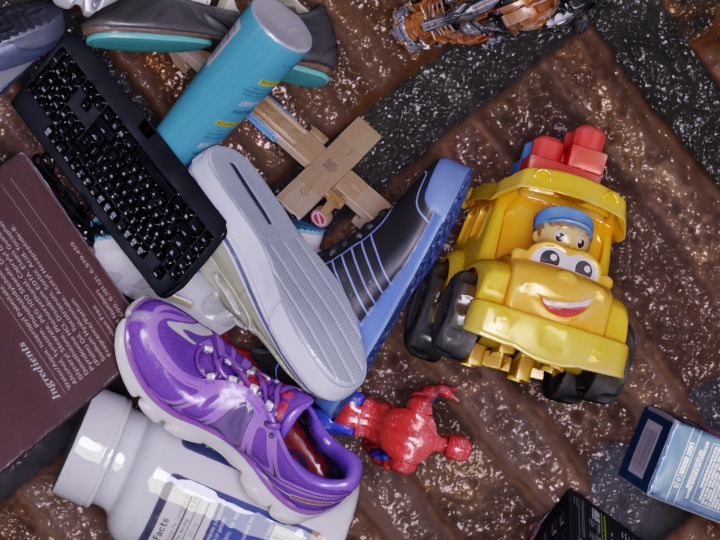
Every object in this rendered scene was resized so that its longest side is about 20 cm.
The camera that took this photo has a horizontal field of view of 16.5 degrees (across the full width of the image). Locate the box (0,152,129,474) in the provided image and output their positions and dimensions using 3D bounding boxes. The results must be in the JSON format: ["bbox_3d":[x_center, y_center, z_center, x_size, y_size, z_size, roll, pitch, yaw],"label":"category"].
[{"bbox_3d":[-0.283,0.055,1.653,0.164,0.166,0.200,57,44,-7],"label":"box"}]

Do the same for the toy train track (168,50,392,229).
[{"bbox_3d":[-0.059,-0.094,1.762,0.200,0.033,0.115,42,47,2],"label":"toy train track"}]

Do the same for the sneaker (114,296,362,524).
[{"bbox_3d":[-0.075,0.084,1.660,0.200,0.083,0.081,40,51,-16],"label":"sneaker"}]

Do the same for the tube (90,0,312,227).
[{"bbox_3d":[-0.111,-0.102,1.700,0.200,0.077,0.050,-47,73,30],"label":"tube"}]

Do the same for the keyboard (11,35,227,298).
[{"bbox_3d":[-0.179,-0.062,1.685,0.104,0.040,0.200,-51,62,22],"label":"keyboard"}]

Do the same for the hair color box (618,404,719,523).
[{"bbox_3d":[0.296,0.163,1.793,0.200,0.100,0.061,22,91,-7],"label":"hair color box"}]

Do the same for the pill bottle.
[{"bbox_3d":[-0.111,0.157,1.749,0.200,0.111,0.111,23,93,-7],"label":"pill bottle"}]

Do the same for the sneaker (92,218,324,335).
[{"bbox_3d":[-0.125,0.005,1.753,0.199,0.077,0.081,1,99,-3],"label":"sneaker"}]

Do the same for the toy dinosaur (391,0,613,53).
[{"bbox_3d":[0.116,-0.195,1.722,0.200,0.136,0.102,8,115,35],"label":"toy dinosaur"}]

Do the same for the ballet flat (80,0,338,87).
[{"bbox_3d":[-0.104,-0.175,1.724,0.200,0.068,0.069,8,81,-35],"label":"ballet flat"}]

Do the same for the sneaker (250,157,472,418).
[{"bbox_3d":[0.000,0.000,1.711,0.078,0.070,0.200,31,91,8],"label":"sneaker"}]

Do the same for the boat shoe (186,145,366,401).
[{"bbox_3d":[-0.064,0.009,1.674,0.062,0.072,0.200,-45,65,34],"label":"boat shoe"}]

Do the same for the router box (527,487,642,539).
[{"bbox_3d":[0.188,0.251,1.740,0.150,0.200,0.062,35,106,-6],"label":"router box"}]

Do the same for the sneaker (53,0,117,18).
[{"bbox_3d":[-0.238,-0.245,1.712,0.200,0.081,0.089,20,105,-12],"label":"sneaker"}]

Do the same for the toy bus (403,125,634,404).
[{"bbox_3d":[0.128,-0.013,1.719,0.135,0.200,0.193,19,85,-9],"label":"toy bus"}]

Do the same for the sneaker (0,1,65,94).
[{"bbox_3d":[-0.288,-0.118,1.740,0.200,0.070,0.082,-26,118,-3],"label":"sneaker"}]

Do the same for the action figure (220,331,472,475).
[{"bbox_3d":[-0.008,0.097,1.784,0.199,0.099,0.065,19,97,16],"label":"action figure"}]
